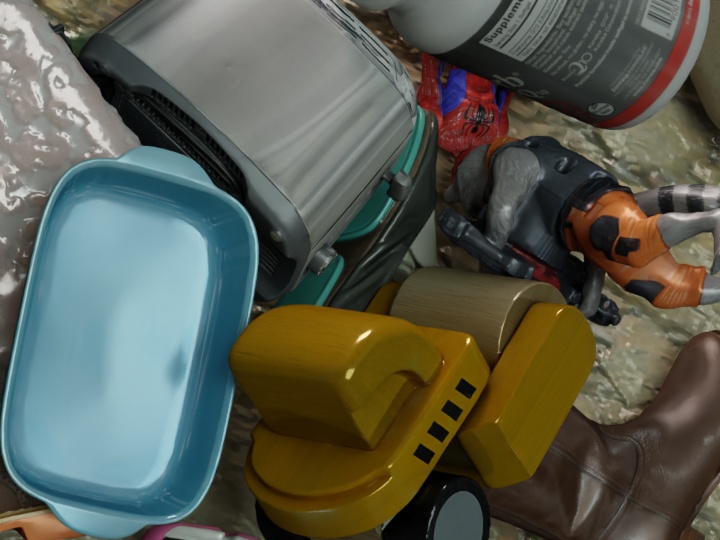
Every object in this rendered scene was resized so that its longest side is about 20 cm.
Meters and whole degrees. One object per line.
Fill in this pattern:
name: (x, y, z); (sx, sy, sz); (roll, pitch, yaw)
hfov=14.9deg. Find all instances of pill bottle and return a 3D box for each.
pill bottle: (0.085, -0.162, 1.530); (0.200, 0.116, 0.116); (21, 75, -30)

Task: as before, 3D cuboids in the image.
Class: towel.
towel: (-0.199, -0.023, 1.441); (0.191, 0.032, 0.200); (-38, 103, -3)

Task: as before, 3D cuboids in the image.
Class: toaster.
toaster: (-0.066, -0.091, 1.497); (0.200, 0.114, 0.129); (42, 62, 8)

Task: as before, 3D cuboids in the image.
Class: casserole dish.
casserole dish: (-0.122, 0.037, 1.406); (0.121, 0.039, 0.200); (15, 80, -24)

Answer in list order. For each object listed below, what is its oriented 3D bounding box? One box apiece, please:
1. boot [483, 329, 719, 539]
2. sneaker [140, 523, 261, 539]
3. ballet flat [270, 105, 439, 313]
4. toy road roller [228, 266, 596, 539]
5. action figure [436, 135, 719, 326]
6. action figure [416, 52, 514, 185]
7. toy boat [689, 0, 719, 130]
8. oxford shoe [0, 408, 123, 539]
boot: (0.126, 0.077, 1.586); (0.200, 0.064, 0.187); (31, 60, -27)
sneaker: (-0.045, 0.212, 1.502); (0.200, 0.074, 0.087); (37, 66, -21)
ballet flat: (0.000, 0.000, 1.554); (0.068, 0.068, 0.200); (46, 61, -30)
toy road roller: (0.018, 0.056, 1.437); (0.200, 0.123, 0.146); (-56, 135, -30)
action figure: (0.139, -0.022, 1.547); (0.105, 0.193, 0.200); (-67, 154, -2)
action figure: (0.067, -0.143, 1.614); (0.065, 0.052, 0.200); (7, 84, -28)
toy boat: (0.259, -0.181, 1.687); (0.131, 0.130, 0.200); (-33, 101, -56)
oxford shoe: (-0.216, 0.107, 1.414); (0.200, 0.071, 0.073); (-7, 96, -24)
